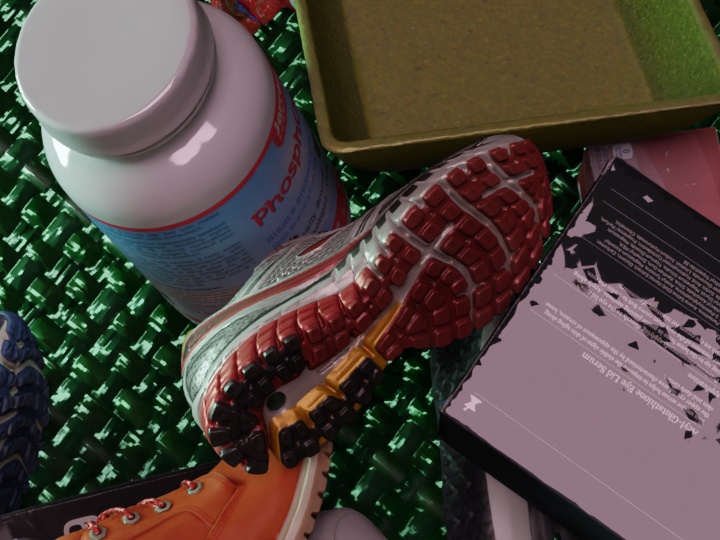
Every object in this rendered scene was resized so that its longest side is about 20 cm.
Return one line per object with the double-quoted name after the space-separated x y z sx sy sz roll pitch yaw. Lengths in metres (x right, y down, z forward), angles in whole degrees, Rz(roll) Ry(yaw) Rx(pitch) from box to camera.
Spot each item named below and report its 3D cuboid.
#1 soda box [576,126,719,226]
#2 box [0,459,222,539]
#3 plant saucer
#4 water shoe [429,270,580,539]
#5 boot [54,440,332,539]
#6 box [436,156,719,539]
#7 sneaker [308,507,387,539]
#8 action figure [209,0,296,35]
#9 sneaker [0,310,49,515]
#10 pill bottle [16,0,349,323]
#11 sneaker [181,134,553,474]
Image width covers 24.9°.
0.157 0.036 0.806 0.069 0.063 0.203 -7 76 1 "soda box"
-0.091 0.200 0.758 0.156 0.050 0.202 -10 74 -27 "box"
0.067 -0.123 0.824 0.197 0.048 0.201 -8 48 -4 "plant saucer"
0.082 0.063 0.815 0.078 0.071 0.203 6 74 -22 "water shoe"
-0.078 0.118 0.729 0.106 0.075 0.202 24 58 -2 "boot"
0.153 0.069 0.726 0.199 0.079 0.142 35 77 9 "box"
0.053 0.182 0.754 0.201 0.078 0.099 50 122 6 "sneaker"
-0.111 -0.181 0.866 0.198 0.099 0.066 20 78 6 "action figure"
-0.219 0.112 0.811 0.084 0.077 0.202 13 77 11 "sneaker"
-0.080 -0.055 0.760 0.107 0.200 0.110 -6 66 14 "pill bottle"
0.000 0.000 0.731 0.199 0.078 0.082 -35 36 -10 "sneaker"
